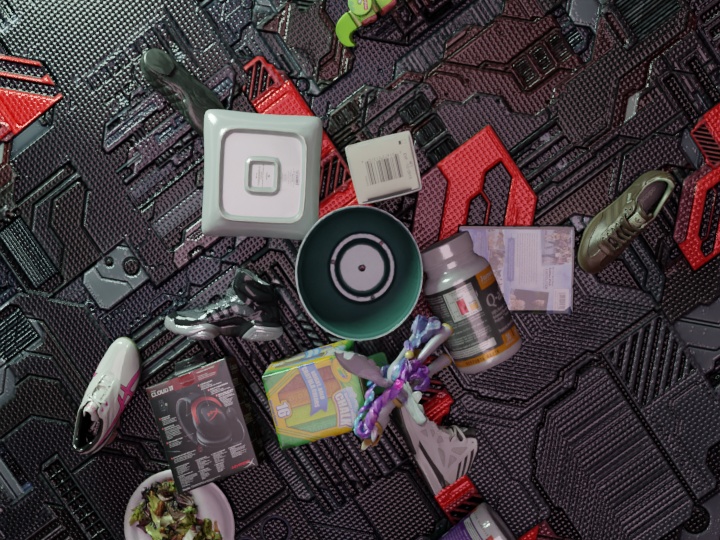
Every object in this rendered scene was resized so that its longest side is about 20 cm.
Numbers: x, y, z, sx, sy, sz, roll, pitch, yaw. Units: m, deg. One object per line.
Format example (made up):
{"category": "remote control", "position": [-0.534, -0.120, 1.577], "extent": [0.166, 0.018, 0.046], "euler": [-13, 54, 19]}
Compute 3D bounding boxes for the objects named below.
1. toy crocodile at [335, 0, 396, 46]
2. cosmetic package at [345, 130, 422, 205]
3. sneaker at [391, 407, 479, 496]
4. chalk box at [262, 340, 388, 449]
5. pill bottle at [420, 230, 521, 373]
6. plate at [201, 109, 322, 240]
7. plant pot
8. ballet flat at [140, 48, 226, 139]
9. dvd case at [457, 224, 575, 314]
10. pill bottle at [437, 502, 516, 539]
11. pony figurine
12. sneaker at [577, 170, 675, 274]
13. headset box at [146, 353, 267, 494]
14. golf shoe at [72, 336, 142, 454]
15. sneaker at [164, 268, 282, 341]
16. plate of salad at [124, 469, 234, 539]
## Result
{"category": "toy crocodile", "position": [0.038, -0.439, 1.222], "extent": [0.198, 0.068, 0.062], "euler": [-38, 98, 7]}
{"category": "cosmetic package", "position": [0.037, -0.153, 1.178], "extent": [0.100, 0.200, 0.090], "euler": [-14, 95, 5]}
{"category": "sneaker", "position": [0.127, 0.263, 1.271], "extent": [0.113, 0.076, 0.204], "euler": [-28, 110, -6]}
{"category": "chalk box", "position": [-0.045, 0.191, 1.246], "extent": [0.195, 0.124, 0.128], "euler": [-16, 94, 3]}
{"category": "pill bottle", "position": [0.168, 0.049, 1.213], "extent": [0.114, 0.116, 0.204], "euler": [-24, 94, 4]}
{"category": "plate", "position": [-0.160, -0.155, 1.251], "extent": [0.194, 0.032, 0.206], "euler": [2, 95, -10]}
{"category": "plant pot", "position": [0.000, 0.000, 1.224], "extent": [0.194, 0.134, 0.207], "euler": [0, 94, 2]}
{"category": "ballet flat", "position": [-0.282, -0.283, 1.263], "extent": [0.067, 0.057, 0.200], "euler": [-45, 98, -18]}
{"category": "dvd case", "position": [0.258, -0.002, 1.272], "extent": [0.194, 0.018, 0.147], "euler": [1, 94, 3]}
{"category": "pill bottle", "position": [0.164, 0.492, 1.269], "extent": [0.199, 0.111, 0.112], "euler": [-41, 92, 4]}
{"category": "pony figurine", "position": [0.059, 0.161, 1.136], "extent": [0.165, 0.195, 0.200], "euler": [34, 66, 23]}
{"category": "sneaker", "position": [0.425, -0.081, 1.230], "extent": [0.070, 0.076, 0.202], "euler": [37, 95, -1]}
{"category": "headset box", "position": [-0.257, 0.244, 1.274], "extent": [0.145, 0.075, 0.205], "euler": [-20, 86, 3]}
{"category": "golf shoe", "position": [-0.423, 0.213, 1.279], "extent": [0.071, 0.092, 0.205], "euler": [19, 94, 2]}
{"category": "sneaker", "position": [-0.224, 0.053, 1.269], "extent": [0.194, 0.075, 0.118], "euler": [3, 94, -4]}
{"category": "plate of salad", "position": [-0.314, 0.446, 1.315], "extent": [0.194, 0.048, 0.207], "euler": [0, 95, 3]}
